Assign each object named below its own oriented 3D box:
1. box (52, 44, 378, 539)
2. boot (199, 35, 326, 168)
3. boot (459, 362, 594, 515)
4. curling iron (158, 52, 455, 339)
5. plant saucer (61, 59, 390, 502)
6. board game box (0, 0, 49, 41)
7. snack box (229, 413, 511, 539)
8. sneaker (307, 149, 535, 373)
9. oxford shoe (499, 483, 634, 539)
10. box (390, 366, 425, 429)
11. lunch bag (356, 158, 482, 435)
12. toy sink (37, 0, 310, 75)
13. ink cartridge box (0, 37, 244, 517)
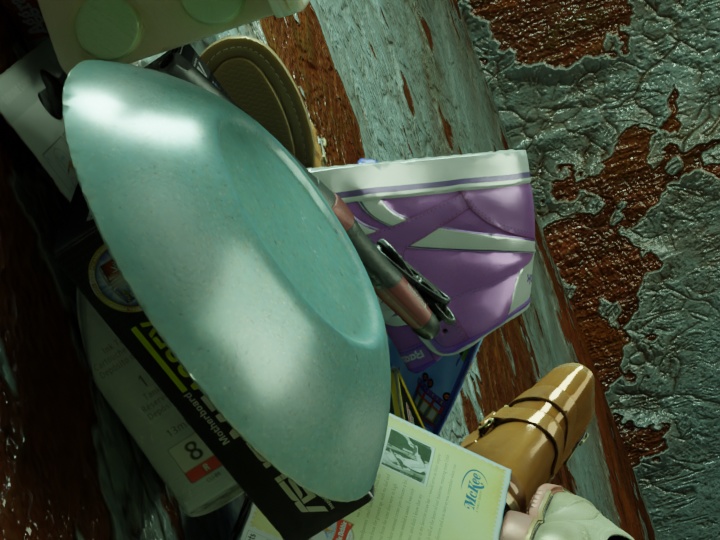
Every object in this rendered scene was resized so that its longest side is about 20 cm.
[{"bbox_3d":[-0.054,0.003,0.912,0.160,0.044,0.200,53,15,-20],"label":"box"},{"bbox_3d":[-0.051,-0.075,1.206,0.155,0.077,0.200,-91,164,-54],"label":"boot"},{"bbox_3d":[0.096,0.114,1.325,0.074,0.155,0.200,48,-20,1],"label":"boot"},{"bbox_3d":[-0.024,-0.029,0.947,0.200,0.026,0.050,41,0,-36],"label":"curling iron"},{"bbox_3d":[-0.038,-0.007,0.820,0.201,0.039,0.201,52,15,-20],"label":"plant saucer"},{"bbox_3d":[-0.172,-0.210,0.948,0.103,0.019,0.200,61,15,-57],"label":"board game box"},{"bbox_3d":[-0.001,0.131,0.954,0.037,0.116,0.200,-62,-176,30],"label":"snack box"},{"bbox_3d":[0.000,0.000,1.101,0.073,0.200,0.115,-170,-104,-73],"label":"sneaker"},{"bbox_3d":[0.122,0.166,1.199,0.200,0.074,0.071,-12,112,-75],"label":"oxford shoe"},{"bbox_3d":[0.033,0.175,1.093,0.200,0.049,0.160,-97,168,-52],"label":"box"},{"bbox_3d":[0.023,0.057,1.259,0.151,0.094,0.200,-86,-174,-68],"label":"lunch bag"},{"bbox_3d":[-0.092,-0.164,0.931,0.200,0.112,0.131,-88,160,-78],"label":"toy sink"},{"bbox_3d":[-0.104,-0.004,0.949,0.200,0.050,0.162,52,14,-10],"label":"ink cartridge box"}]
